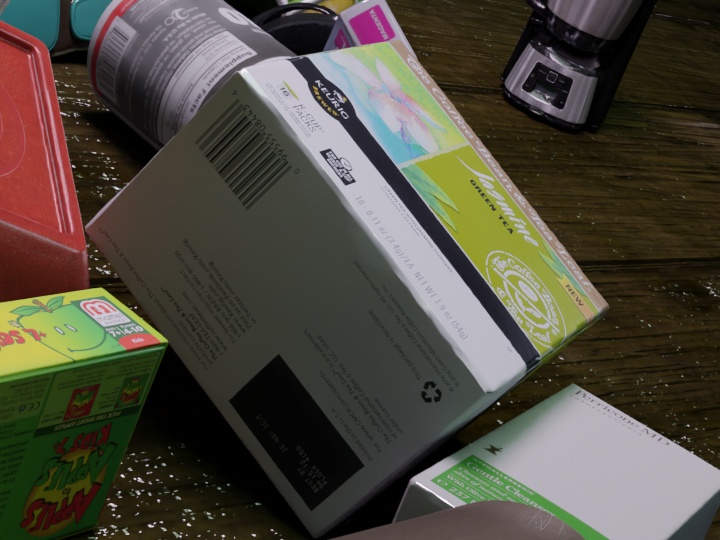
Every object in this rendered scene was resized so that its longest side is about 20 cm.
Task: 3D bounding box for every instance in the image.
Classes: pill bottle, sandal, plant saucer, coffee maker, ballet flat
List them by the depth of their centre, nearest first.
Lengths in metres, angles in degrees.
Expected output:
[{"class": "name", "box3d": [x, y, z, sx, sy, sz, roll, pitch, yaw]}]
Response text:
[{"class": "plant saucer", "box3d": [-0.219, -0.081, 0.837, 0.199, 0.037, 0.201, 25, 35, -41]}, {"class": "pill bottle", "box3d": [-0.093, -0.116, 1.166, 0.113, 0.115, 0.200, -2, 34, -48]}, {"class": "sandal", "box3d": [-0.062, -0.171, 1.260, 0.199, 0.049, 0.075, -9, -29, 44]}, {"class": "ballet flat", "box3d": [-0.243, -0.197, 1.278, 0.070, 0.071, 0.199, 36, 25, 29]}, {"class": "coffee maker", "box3d": [0.247, -0.259, 1.731, 0.191, 0.202, 0.134, -7, 39, -49]}]

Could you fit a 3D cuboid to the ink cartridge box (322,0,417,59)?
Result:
[{"class": "ink cartridge box", "box3d": [0.010, -0.099, 1.167, 0.120, 0.042, 0.200, 62, -13, 7]}]

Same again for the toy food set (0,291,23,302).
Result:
[{"class": "toy food set", "box3d": [-0.239, -0.028, 0.833, 0.197, 0.049, 0.201, 28, 33, -35]}]

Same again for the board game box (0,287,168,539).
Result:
[{"class": "board game box", "box3d": [-0.173, 0.071, 0.668, 0.047, 0.102, 0.199, 35, 24, 27]}]

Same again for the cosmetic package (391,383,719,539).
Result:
[{"class": "cosmetic package", "box3d": [0.095, 0.136, 0.826, 0.107, 0.086, 0.199, 29, 23, 20]}]

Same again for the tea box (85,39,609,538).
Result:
[{"class": "tea box", "box3d": [0.000, 0.000, 0.889, 0.201, 0.133, 0.196, 52, 26, 6]}]

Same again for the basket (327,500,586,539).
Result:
[{"class": "basket", "box3d": [0.019, 0.164, 0.626, 0.179, 0.137, 0.199, 28, 18, 24]}]

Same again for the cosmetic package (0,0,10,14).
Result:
[{"class": "cosmetic package", "box3d": [-0.328, -0.232, 1.031, 0.164, 0.166, 0.200, 37, 3, 37]}]

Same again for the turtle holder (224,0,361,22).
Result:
[{"class": "turtle holder", "box3d": [-0.062, -0.241, 1.495, 0.187, 0.140, 0.132, 60, 35, -15]}]
